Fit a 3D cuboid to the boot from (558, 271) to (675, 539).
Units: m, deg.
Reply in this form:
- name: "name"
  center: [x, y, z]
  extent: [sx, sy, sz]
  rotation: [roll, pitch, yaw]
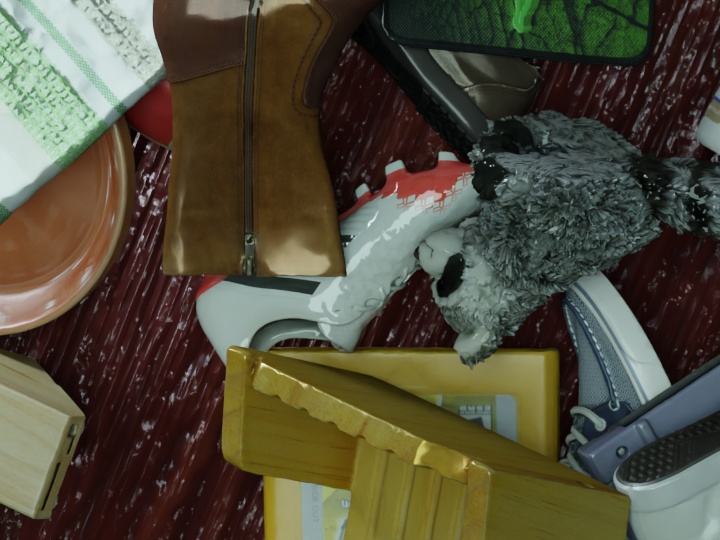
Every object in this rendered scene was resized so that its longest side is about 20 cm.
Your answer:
- name: "boot"
  center: [0.140, 0.104, 1.674]
  extent: [0.090, 0.073, 0.200]
  rotation: [-25, 90, -6]

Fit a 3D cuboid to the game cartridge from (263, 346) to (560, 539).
- name: "game cartridge"
  center: [0.030, 0.145, 1.721]
  extent: [0.176, 0.032, 0.201]
  rotation: [0, 92, 9]

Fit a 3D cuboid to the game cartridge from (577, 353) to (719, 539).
- name: "game cartridge"
  center: [0.236, 0.101, 1.646]
  extent: [0.200, 0.038, 0.130]
  rotation: [-33, 96, -10]

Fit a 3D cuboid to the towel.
- name: "towel"
  center: [-0.184, -0.140, 1.666]
  extent: [0.200, 0.031, 0.149]
  rotation: [-41, 87, 4]

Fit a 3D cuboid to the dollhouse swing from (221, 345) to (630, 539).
- name: "dollhouse swing"
  center: [0.017, 0.163, 1.597]
  extent: [0.200, 0.182, 0.176]
  rotation: [24, 96, 40]

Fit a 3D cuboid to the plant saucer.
- name: "plant saucer"
  center: [-0.222, -0.062, 1.728]
  extent: [0.200, 0.032, 0.201]
  rotation: [5, 105, 20]

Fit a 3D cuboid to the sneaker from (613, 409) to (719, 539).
- name: "sneaker"
  center: [0.239, 0.106, 1.602]
  extent: [0.200, 0.073, 0.085]
  rotation: [-24, 109, -4]

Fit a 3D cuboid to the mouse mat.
- name: "mouse mat"
  center: [0.094, -0.220, 1.667]
  extent: [0.160, 0.008, 0.201]
  rotation: [4, 86, -11]

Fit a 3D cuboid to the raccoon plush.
- name: "raccoon plush"
  center: [0.125, 0.001, 1.614]
  extent: [0.200, 0.097, 0.134]
  rotation: [21, 121, 26]

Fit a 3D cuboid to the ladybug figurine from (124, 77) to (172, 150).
- name: "ladybug figurine"
  center: [-0.111, -0.149, 1.705]
  extent: [0.200, 0.072, 0.136]
  rotation: [46, 99, 4]

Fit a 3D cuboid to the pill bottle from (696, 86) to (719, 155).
- name: "pill bottle"
  center: [0.280, -0.133, 1.626]
  extent: [0.111, 0.111, 0.200]
  rotation: [30, 98, 6]

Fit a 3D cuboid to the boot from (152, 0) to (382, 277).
- name: "boot"
  center: [-0.021, -0.092, 1.623]
  extent: [0.188, 0.068, 0.201]
  rotation: [-4, 101, -5]

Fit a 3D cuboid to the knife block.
- name: "knife block"
  center: [-0.266, 0.068, 1.694]
  extent: [0.175, 0.200, 0.064]
  rotation: [17, 97, -22]

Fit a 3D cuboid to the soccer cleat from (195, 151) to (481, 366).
- name: "soccer cleat"
  center: [0.000, 0.000, 1.691]
  extent: [0.200, 0.069, 0.085]
  rotation: [-23, 70, 9]

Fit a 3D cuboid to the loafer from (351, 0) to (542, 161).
- name: "loafer"
  center: [0.029, -0.154, 1.692]
  extent: [0.071, 0.073, 0.200]
  rotation: [-41, 95, -11]
